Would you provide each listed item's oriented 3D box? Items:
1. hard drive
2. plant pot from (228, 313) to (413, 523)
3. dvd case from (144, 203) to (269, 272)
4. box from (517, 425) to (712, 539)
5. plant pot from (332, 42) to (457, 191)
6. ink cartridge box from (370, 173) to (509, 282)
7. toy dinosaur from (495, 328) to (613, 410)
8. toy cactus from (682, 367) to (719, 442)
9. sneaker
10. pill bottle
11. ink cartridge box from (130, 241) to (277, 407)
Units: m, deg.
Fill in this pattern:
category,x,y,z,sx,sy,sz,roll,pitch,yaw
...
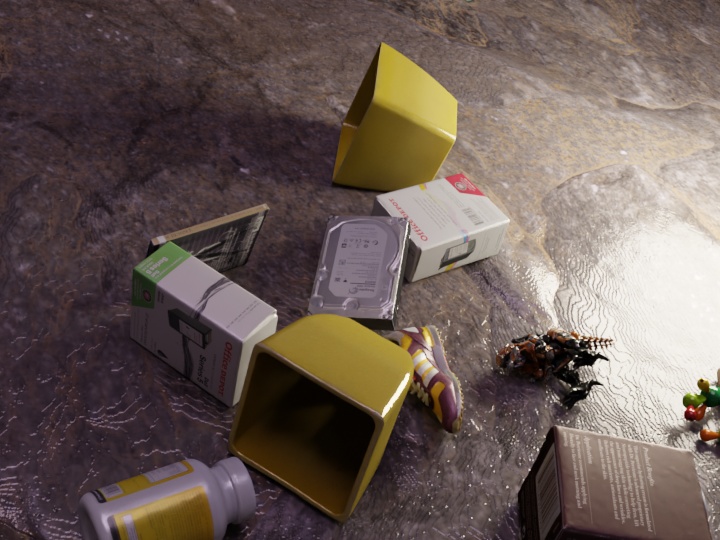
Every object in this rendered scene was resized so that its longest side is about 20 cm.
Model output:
category,x,y,z,sx,sy,sz,roll,pitch,yaw
hard drive,0.000,0.000,1.637,0.138,0.038,0.202,3,55,13
plant pot,-0.031,0.173,1.395,0.194,0.196,0.200,29,34,16
dvd case,-0.243,-0.028,1.571,0.199,0.149,0.016,-21,66,-33
box,0.324,0.330,1.341,0.198,0.165,0.167,12,41,-4
plant pot,0.072,-0.260,1.893,0.175,0.201,0.201,20,40,-10
ink cartridge box,0.133,-0.077,1.783,0.199,0.086,0.148,-18,51,-29
toy dinosaur,0.314,0.128,1.617,0.199,0.103,0.136,-29,37,-13
toy cactus,0.596,0.204,1.626,0.198,0.103,0.166,5,32,1
sneaker,0.091,0.166,1.527,0.089,0.076,0.201,-6,39,-11
pill bottle,-0.232,0.296,1.252,0.198,0.113,0.112,-14,49,-29
ink cartridge box,-0.226,0.077,1.464,0.199,0.146,0.084,31,45,18
